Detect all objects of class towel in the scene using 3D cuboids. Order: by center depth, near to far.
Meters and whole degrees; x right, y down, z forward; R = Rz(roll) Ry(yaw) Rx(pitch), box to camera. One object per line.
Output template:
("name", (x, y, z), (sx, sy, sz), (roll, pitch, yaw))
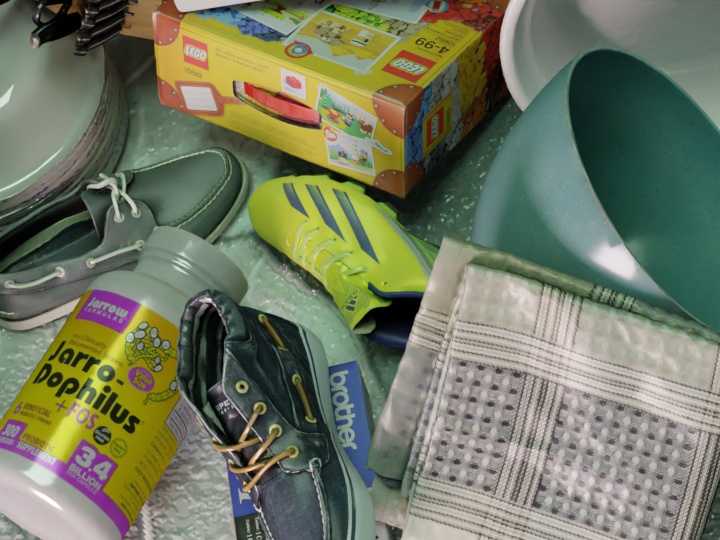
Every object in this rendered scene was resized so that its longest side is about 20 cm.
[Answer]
("towel", (0.108, 0.097, 1.335), (0.199, 0.194, 0.035), (19, 23, 10))

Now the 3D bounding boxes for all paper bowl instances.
("paper bowl", (-0.268, -0.118, 1.615), (0.199, 0.105, 0.202), (-6, 57, 9))

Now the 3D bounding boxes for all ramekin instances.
("ramekin", (0.191, -0.165, 1.477), (0.199, 0.201, 0.098), (-2, 43, 13))

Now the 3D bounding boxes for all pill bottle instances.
("pill bottle", (-0.151, 0.073, 1.467), (0.104, 0.104, 0.201), (20, 66, 24))

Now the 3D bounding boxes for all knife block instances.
("knife block", (-0.195, -0.217, 1.599), (0.174, 0.064, 0.201), (9, 31, -22))

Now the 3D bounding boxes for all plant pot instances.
("plant pot", (0.143, -0.015, 1.417), (0.134, 0.199, 0.201), (-34, 50, 32))

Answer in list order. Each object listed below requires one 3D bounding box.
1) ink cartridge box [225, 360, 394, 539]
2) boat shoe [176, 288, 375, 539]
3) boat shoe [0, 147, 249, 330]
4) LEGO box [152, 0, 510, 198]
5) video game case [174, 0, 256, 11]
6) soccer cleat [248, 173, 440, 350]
("ink cartridge box", (-0.028, 0.158, 1.419), (0.093, 0.044, 0.201), (-13, 57, 4))
("boat shoe", (-0.057, 0.104, 1.367), (0.071, 0.091, 0.201), (-39, 46, 26))
("boat shoe", (-0.167, -0.030, 1.559), (0.199, 0.062, 0.073), (-28, 56, -4))
("LEGO box", (-0.015, -0.147, 1.557), (0.199, 0.078, 0.149), (22, 45, 25))
("video game case", (-0.021, -0.248, 1.568), (0.198, 0.023, 0.183), (-8, 42, 10))
("soccer cleat", (0.000, 0.000, 1.493), (0.199, 0.065, 0.084), (28, 51, 24))
